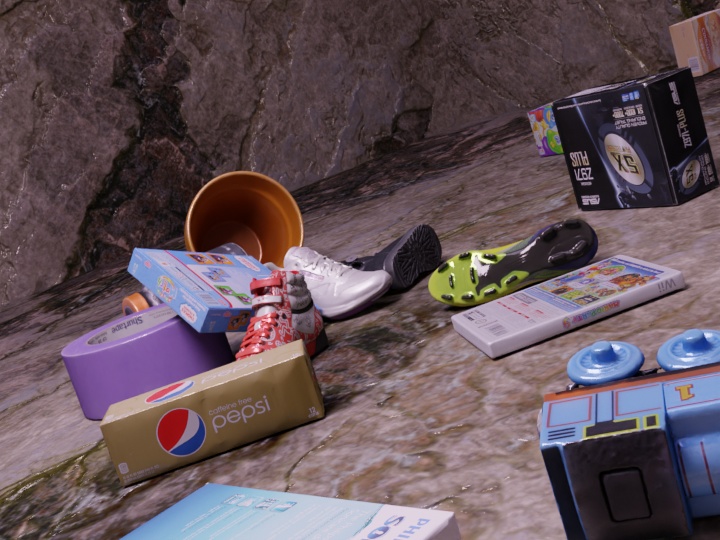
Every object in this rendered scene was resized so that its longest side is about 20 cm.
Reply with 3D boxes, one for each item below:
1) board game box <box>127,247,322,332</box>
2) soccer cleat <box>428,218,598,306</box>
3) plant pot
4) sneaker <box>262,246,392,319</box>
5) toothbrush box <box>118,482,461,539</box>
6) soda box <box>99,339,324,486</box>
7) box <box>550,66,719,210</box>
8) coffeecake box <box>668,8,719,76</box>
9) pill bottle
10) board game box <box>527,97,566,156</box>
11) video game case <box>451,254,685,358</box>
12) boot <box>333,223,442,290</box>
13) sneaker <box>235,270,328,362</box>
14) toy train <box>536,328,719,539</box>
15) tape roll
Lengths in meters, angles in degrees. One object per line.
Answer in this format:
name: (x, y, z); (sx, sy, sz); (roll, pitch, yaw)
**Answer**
board game box: (-0.164, 0.025, 1.218); (0.151, 0.037, 0.199); (34, 19, 34)
soccer cleat: (0.176, -0.001, 1.129); (0.198, 0.065, 0.084); (-21, -20, 12)
plant pot: (-0.214, -0.051, 1.722); (0.198, 0.202, 0.183); (-22, -4, -19)
sneaker: (-0.053, 0.014, 1.294); (0.198, 0.101, 0.075); (-11, 10, 31)
toothbrush box: (-0.058, 0.178, 0.472); (0.199, 0.086, 0.146); (-9, 13, 45)
soda box: (-0.136, 0.131, 0.925); (0.198, 0.065, 0.068); (-20, 10, -2)
box: (0.373, -0.176, 1.361); (0.085, 0.166, 0.199); (-23, 12, -25)
coffeecake box: (0.971, -0.642, 2.787); (0.199, 0.155, 0.073); (-26, 14, -36)
pill bottle: (-0.263, 0.040, 1.516); (0.199, 0.107, 0.106); (-25, 12, -31)
board game box: (0.466, -0.315, 2.094); (0.102, 0.106, 0.199); (-24, 11, -27)
video game case: (0.200, 0.032, 0.982); (0.198, 0.018, 0.143); (-20, 10, -6)
boot: (0.000, 0.000, 1.403); (0.198, 0.066, 0.165); (-17, 7, 33)
sneaker: (-0.108, 0.067, 1.087); (0.067, 0.109, 0.201); (-12, 12, 29)
toy train: (0.193, 0.085, 0.543); (0.198, 0.088, 0.114); (-13, 20, 19)
tape roll: (-0.265, 0.105, 1.236); (0.198, 0.086, 0.200); (-19, 11, 4)
